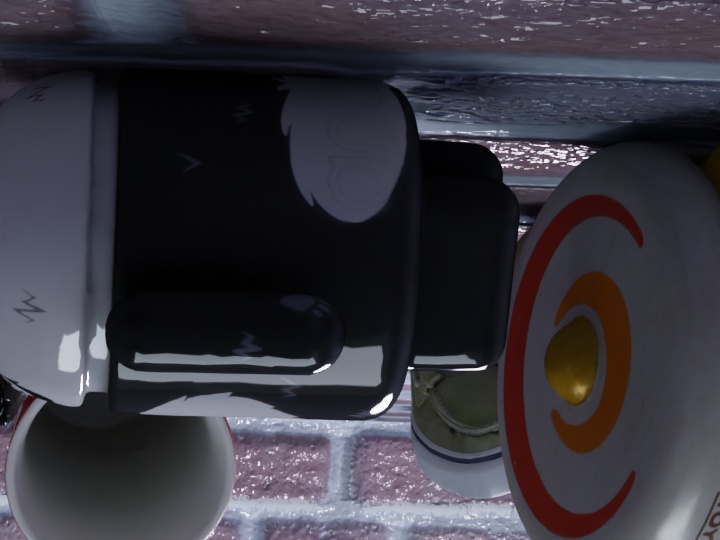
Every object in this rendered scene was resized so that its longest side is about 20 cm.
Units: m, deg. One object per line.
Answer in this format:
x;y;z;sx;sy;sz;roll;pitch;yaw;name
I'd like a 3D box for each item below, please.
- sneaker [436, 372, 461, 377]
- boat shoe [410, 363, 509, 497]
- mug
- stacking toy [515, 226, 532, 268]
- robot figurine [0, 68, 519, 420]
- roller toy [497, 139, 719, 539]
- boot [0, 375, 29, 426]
0.000;0.000;1.175;0.090;0.076;0.200;27;170;-18;sneaker
0.051;0.053;1.210;0.071;0.063;0.200;-18;-158;-3;boat shoe
-0.156;0.064;1.411;0.132;0.179;0.200;-14;-161;-5;mug
0.120;0.017;1.222;0.085;0.086;0.200;1;178;7;stacking toy
-0.046;-0.007;0.836;0.198;0.126;0.150;2;161;-7;robot figurine
0.140;0.042;0.950;0.139;0.184;0.200;5;173;-22;roller toy
-0.087;0.015;0.923;0.172;0.201;0.070;6;141;10;boot
